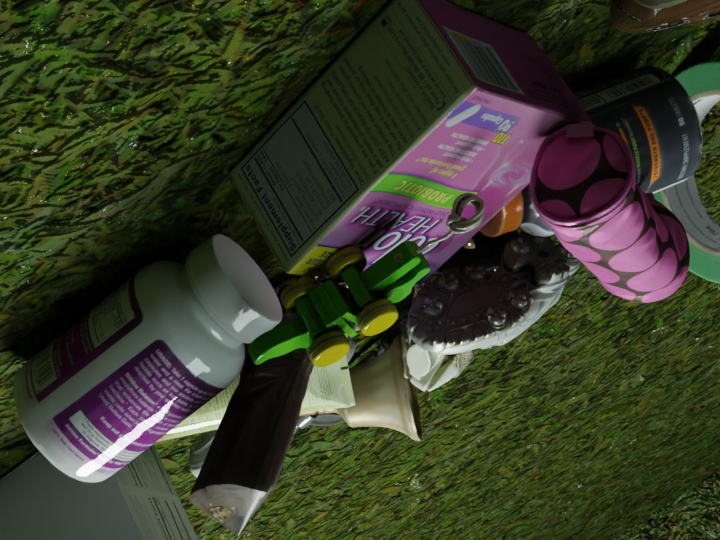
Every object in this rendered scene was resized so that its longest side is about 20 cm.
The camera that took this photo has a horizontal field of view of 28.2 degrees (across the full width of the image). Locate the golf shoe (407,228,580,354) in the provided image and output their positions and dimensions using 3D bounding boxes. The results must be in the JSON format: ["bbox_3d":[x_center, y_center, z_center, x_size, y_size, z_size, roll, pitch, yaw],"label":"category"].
[{"bbox_3d":[0.108,0.040,1.193,0.199,0.078,0.098,-25,144,-41],"label":"golf shoe"}]

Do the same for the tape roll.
[{"bbox_3d":[0.338,-0.089,1.286,0.048,0.201,0.201,-12,150,-36],"label":"tape roll"}]

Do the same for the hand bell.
[{"bbox_3d":[-0.047,0.131,1.387,0.198,0.105,0.104,-11,157,5],"label":"hand bell"}]

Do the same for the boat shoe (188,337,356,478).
[{"bbox_3d":[-0.096,0.110,1.327,0.201,0.072,0.070,-42,-167,11],"label":"boat shoe"}]

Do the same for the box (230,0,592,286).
[{"bbox_3d":[0.039,-0.090,1.058,0.200,0.097,0.175,-43,154,25],"label":"box"}]

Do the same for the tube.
[{"bbox_3d":[-0.106,0.108,1.267,0.198,0.052,0.058,-14,150,-6],"label":"tube"}]

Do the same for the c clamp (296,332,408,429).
[{"bbox_3d":[-0.004,0.119,1.497,0.199,0.027,0.171,-38,155,16],"label":"c clamp"}]

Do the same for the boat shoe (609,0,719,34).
[{"bbox_3d":[0.282,-0.235,1.113,0.198,0.073,0.068,-14,157,-14],"label":"boat shoe"}]

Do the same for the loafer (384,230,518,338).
[{"bbox_3d":[0.089,0.008,1.349,0.071,0.064,0.200,10,154,-30],"label":"loafer"}]

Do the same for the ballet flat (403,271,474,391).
[{"bbox_3d":[0.065,0.067,1.301,0.200,0.067,0.076,78,35,-69],"label":"ballet flat"}]

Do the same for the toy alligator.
[{"bbox_3d":[0.010,0.014,1.029,0.199,0.060,0.054,-33,156,5],"label":"toy alligator"}]

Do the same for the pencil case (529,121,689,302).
[{"bbox_3d":[0.192,-0.045,1.095,0.090,0.095,0.200,6,166,25],"label":"pencil case"}]

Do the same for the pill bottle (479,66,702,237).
[{"bbox_3d":[0.180,-0.094,1.207,0.199,0.107,0.107,-22,155,-21],"label":"pill bottle"}]

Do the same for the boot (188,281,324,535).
[{"bbox_3d":[-0.102,0.116,1.141,0.064,0.202,0.186,30,149,-22],"label":"boot"}]

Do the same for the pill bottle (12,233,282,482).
[{"bbox_3d":[-0.160,0.064,1.098,0.199,0.113,0.112,-37,156,14],"label":"pill bottle"}]

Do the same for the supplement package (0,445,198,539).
[{"bbox_3d":[-0.264,0.257,1.291,0.199,0.157,0.111,-35,156,11],"label":"supplement package"}]

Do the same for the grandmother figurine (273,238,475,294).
[{"bbox_3d":[0.000,0.000,1.242,0.199,0.061,0.122,-27,132,-3],"label":"grandmother figurine"}]
